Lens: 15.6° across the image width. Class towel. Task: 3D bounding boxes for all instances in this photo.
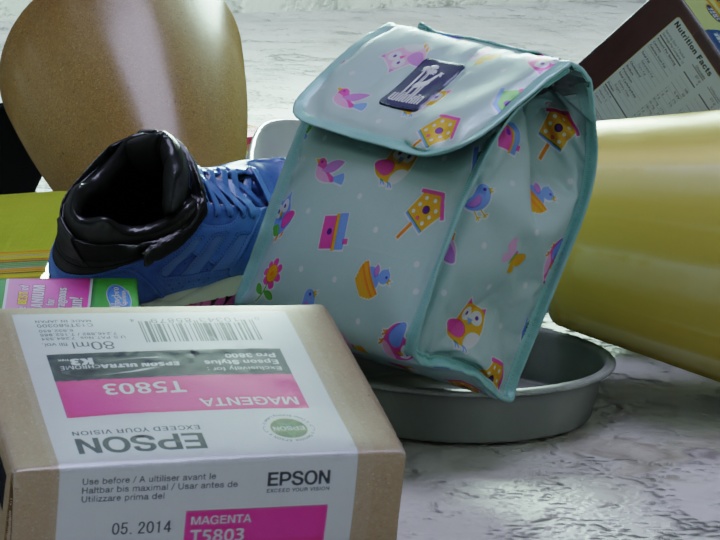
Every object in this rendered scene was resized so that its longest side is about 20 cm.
[{"bbox_3d":[-0.225,-0.012,1.662,0.085,0.018,0.200,-2,19,4],"label":"towel"}]

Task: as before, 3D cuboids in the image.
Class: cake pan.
[{"bbox_3d":[0.058,0.068,1.622,0.198,0.037,0.200,2,11,0],"label":"cake pan"}]

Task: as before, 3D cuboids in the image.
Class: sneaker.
[{"bbox_3d":[-0.093,-0.040,1.556,0.199,0.112,0.077,-20,59,-22],"label":"sneaker"}]

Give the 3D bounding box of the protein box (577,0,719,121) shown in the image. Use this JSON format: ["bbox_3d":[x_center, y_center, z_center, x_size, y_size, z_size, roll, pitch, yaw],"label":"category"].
[{"bbox_3d":[0.227,-0.083,1.848,0.200,0.135,0.198,-41,-22,27],"label":"protein box"}]

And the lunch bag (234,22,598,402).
[{"bbox_3d":[0.038,-0.044,1.524,0.122,0.201,0.170,22,-4,-42],"label":"lunch bag"}]

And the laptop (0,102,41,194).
[{"bbox_3d":[-0.365,-0.091,2.147,0.186,0.117,0.199,-7,14,-41],"label":"laptop"}]

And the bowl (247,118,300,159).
[{"bbox_3d":[0.012,-0.039,1.903,0.198,0.075,0.200,8,23,-4],"label":"bowl"}]

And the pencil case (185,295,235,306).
[{"bbox_3d":[-0.126,0.000,1.709,0.093,0.091,0.200,27,1,5],"label":"pencil case"}]

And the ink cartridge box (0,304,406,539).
[{"bbox_3d":[-0.093,0.086,1.316,0.198,0.076,0.165,-1,26,-18],"label":"ink cartridge box"}]

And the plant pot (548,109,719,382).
[{"bbox_3d":[0.219,-0.019,1.643,0.187,0.202,0.201,8,12,12],"label":"plant pot"}]

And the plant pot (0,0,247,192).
[{"bbox_3d":[-0.156,-0.095,1.891,0.185,0.187,0.200,-1,36,-16],"label":"plant pot"}]

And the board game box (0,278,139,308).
[{"bbox_3d":[-0.218,0.064,1.445,0.198,0.041,0.153,0,35,-9],"label":"board game box"}]

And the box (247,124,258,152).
[{"bbox_3d":[-0.157,-0.079,2.171,0.099,0.096,0.199,-7,14,-36],"label":"box"}]
